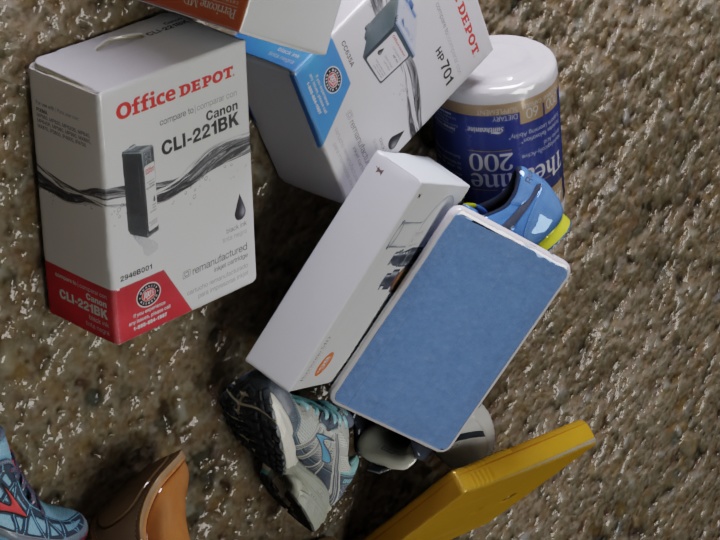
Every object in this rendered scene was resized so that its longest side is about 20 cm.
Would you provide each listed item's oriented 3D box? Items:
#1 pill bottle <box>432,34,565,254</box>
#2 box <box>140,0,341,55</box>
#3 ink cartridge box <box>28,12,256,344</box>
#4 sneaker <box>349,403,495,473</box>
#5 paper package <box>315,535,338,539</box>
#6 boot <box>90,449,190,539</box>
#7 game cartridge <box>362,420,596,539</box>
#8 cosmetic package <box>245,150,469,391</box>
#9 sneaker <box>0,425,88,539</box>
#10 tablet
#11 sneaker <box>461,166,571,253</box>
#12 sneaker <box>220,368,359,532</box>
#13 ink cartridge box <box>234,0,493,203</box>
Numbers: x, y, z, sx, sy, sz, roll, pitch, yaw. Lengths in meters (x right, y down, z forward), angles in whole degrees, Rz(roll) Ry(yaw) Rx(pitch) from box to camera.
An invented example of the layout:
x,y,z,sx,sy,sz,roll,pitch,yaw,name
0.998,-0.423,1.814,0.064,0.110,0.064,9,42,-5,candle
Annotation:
x,y,z,sx,sy,sz,roll,pitch,yaw,name
0.122,-0.094,1.828,0.111,0.111,0.201,-33,130,-36,pill bottle
-0.070,-0.271,1.505,0.097,0.124,0.201,8,100,-51,box
-0.157,-0.070,1.529,0.144,0.084,0.201,-26,125,-40,ink cartridge box
0.047,0.146,1.855,0.130,0.079,0.200,-61,144,-33,sneaker
-0.022,0.326,1.783,0.190,0.199,0.104,-9,114,-47,paper package
-0.136,0.241,1.615,0.155,0.077,0.200,49,21,-17,boot
0.100,0.209,1.930,0.199,0.033,0.176,-12,157,-47,game cartridge
0.000,0.000,1.698,0.200,0.052,0.151,-58,164,11,cosmetic package
-0.263,0.162,1.517,0.200,0.079,0.096,20,89,-52,sneaker
0.074,0.051,1.746,0.130,0.014,0.200,26,106,-26,tablet
0.081,-0.010,1.768,0.200,0.066,0.078,-39,109,7,sneaker
-0.053,0.131,1.755,0.086,0.077,0.200,-45,147,-19,sneaker
0.002,-0.177,1.669,0.200,0.086,0.147,-47,137,-23,ink cartridge box
